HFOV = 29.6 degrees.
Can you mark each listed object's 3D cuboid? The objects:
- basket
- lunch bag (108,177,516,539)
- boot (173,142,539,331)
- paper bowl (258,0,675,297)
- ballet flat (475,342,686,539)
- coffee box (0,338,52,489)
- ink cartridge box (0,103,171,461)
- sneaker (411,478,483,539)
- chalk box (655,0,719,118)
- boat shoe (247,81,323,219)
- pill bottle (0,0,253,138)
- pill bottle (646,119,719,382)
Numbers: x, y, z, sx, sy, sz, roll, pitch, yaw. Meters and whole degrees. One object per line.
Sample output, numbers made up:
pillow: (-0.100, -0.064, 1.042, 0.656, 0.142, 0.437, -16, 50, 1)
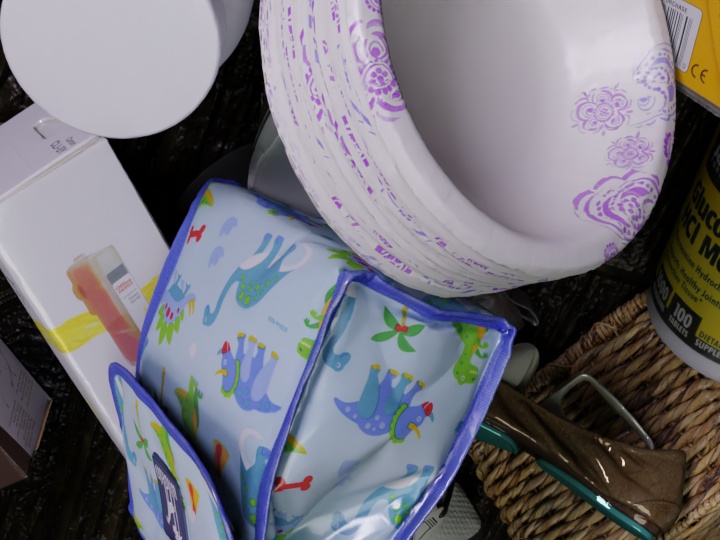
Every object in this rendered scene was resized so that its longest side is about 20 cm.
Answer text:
basket: (0.198, 0.126, 0.932, 0.200, 0.150, 0.142, -44, 147, 26)
lunch bag: (-0.044, 0.076, 0.668, 0.127, 0.170, 0.202, 17, 99, -32)
boot: (0.000, 0.000, 0.844, 0.198, 0.070, 0.175, -9, 132, 14)
paper bowl: (0.041, -0.090, 0.600, 0.201, 0.202, 0.104, 42, 146, -26)
ballet flat: (0.114, 0.091, 0.849, 0.199, 0.073, 0.068, 28, 169, 17)
coffee box: (-0.306, 0.061, 0.876, 0.114, 0.080, 0.201, -24, 122, 16)
ink cartridge box: (-0.147, 0.013, 0.782, 0.083, 0.145, 0.201, -32, 115, -12)
sneaker: (0.027, 0.131, 0.918, 0.087, 0.076, 0.200, -27, 123, 36)
chalk box: (0.225, -0.169, 0.667, 0.199, 0.125, 0.125, -16, 132, -29)
boat shoe: (-0.015, -0.105, 0.719, 0.070, 0.064, 0.201, 6, 125, -25)
pill bottle: (-0.105, -0.155, 0.651, 0.115, 0.201, 0.117, 0, 125, 0)
pill bottle: (0.245, -0.038, 0.777, 0.111, 0.113, 0.201, 9, 129, -6)
